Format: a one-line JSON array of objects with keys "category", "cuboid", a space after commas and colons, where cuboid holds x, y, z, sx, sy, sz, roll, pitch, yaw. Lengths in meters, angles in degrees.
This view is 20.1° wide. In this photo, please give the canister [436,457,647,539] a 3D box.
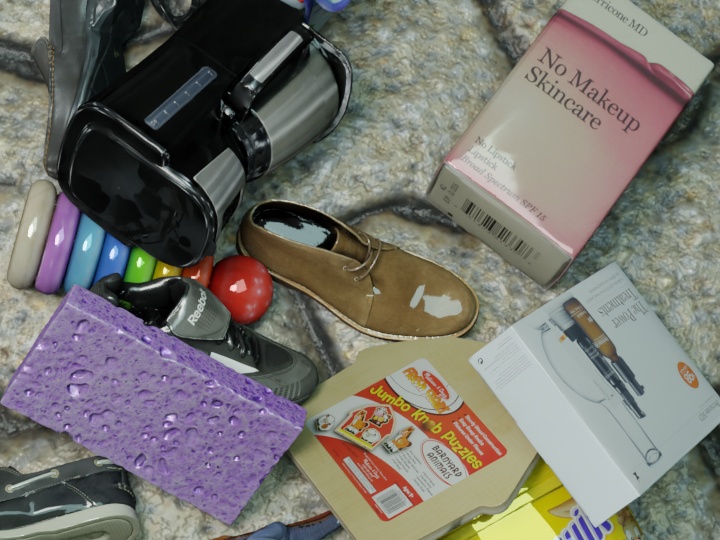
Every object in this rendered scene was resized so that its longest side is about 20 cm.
[{"category": "canister", "cuboid": [0.157, 0.240, 1.513, 0.148, 0.087, 0.201, -28, 83, -12]}]

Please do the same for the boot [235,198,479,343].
[{"category": "boot", "cuboid": [0.000, 0.000, 1.559, 0.199, 0.075, 0.074, 21, 73, -2]}]

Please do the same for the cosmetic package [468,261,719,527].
[{"category": "cosmetic package", "cuboid": [0.182, 0.087, 1.509, 0.151, 0.052, 0.200, 54, 32, 5]}]

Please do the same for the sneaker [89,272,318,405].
[{"category": "sneaker", "cuboid": [-0.119, 0.051, 1.502, 0.199, 0.091, 0.067, 15, 46, -13]}]

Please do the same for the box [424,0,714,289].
[{"category": "box", "cuboid": [0.162, -0.108, 1.587, 0.128, 0.109, 0.200, 36, 75, 3]}]

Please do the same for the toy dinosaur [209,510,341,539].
[{"category": "toy dinosaur", "cuboid": [-0.080, 0.204, 1.496, 0.200, 0.105, 0.181, 37, 56, 14]}]

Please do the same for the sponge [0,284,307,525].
[{"category": "sponge", "cuboid": [-0.150, 0.100, 1.480, 0.199, 0.112, 0.030, 30, 31, -14]}]

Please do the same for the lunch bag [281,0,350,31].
[{"category": "lunch bag", "cuboid": [-0.031, -0.286, 1.560, 0.127, 0.200, 0.170, 32, 74, 2]}]

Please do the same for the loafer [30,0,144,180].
[{"category": "loafer", "cuboid": [-0.221, -0.162, 1.583, 0.072, 0.073, 0.201, 6, 71, 17]}]

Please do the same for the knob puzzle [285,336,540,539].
[{"category": "knob puzzle", "cuboid": [0.055, 0.123, 1.515, 0.218, 0.031, 0.220, -8, 42, 7]}]

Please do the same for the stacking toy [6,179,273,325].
[{"category": "stacking toy", "cuboid": [-0.163, -0.004, 1.545, 0.199, 0.085, 0.086, 15, 75, -10]}]

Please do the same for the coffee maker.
[{"category": "coffee maker", "cuboid": [-0.136, -0.119, 1.522, 0.191, 0.135, 0.200, 22, 45, 25]}]

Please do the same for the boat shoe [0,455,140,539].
[{"category": "boat shoe", "cuboid": [-0.265, 0.180, 1.492, 0.199, 0.072, 0.068, -9, 59, -8]}]
